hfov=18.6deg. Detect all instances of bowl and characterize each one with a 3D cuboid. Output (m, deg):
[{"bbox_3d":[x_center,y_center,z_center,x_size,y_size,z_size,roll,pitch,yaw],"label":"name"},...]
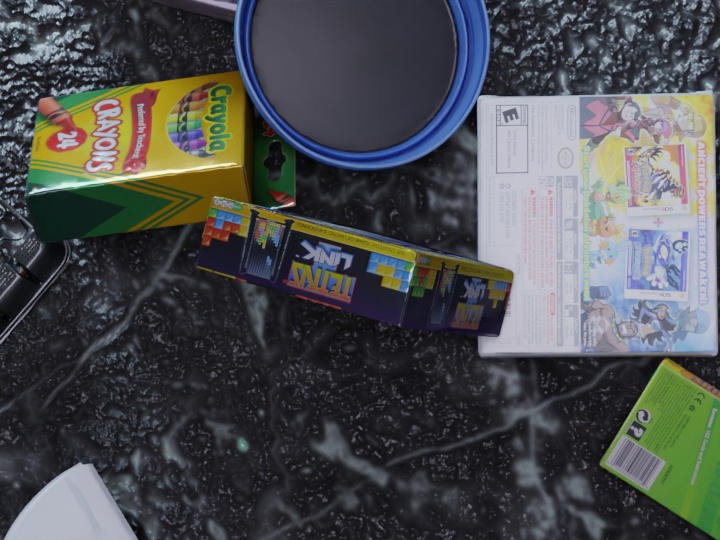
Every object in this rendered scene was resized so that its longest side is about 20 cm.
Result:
[{"bbox_3d":[-0.001,-0.175,1.681,0.199,0.039,0.202,1,85,-15],"label":"bowl"}]

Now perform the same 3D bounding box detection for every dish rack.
[{"bbox_3d":[-0.344,-0.026,1.719,0.200,0.055,0.154,41,88,9],"label":"dish rack"}]

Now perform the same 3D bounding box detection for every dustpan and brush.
[{"bbox_3d":[-0.256,0.257,1.688,0.199,0.057,0.140,-32,81,-6],"label":"dustpan and brush"}]

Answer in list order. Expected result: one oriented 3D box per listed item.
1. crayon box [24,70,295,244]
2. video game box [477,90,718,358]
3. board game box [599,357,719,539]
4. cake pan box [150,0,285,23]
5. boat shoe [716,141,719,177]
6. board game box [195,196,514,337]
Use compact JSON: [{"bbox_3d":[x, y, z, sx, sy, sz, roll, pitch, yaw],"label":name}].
[{"bbox_3d":[-0.149,-0.090,1.674,0.198,0.051,0.127,-8,39,3],"label":"crayon box"},{"bbox_3d":[0.180,-0.034,1.675,0.181,0.047,0.202,0,85,8],"label":"video game box"},{"bbox_3d":[0.287,0.158,1.642,0.199,0.030,0.096,33,109,10],"label":"board game box"},{"bbox_3d":[-0.131,-0.300,1.728,0.199,0.052,0.185,17,84,6],"label":"cake pan box"},{"bbox_3d":[0.364,-0.091,1.652,0.198,0.072,0.071,-7,60,-7],"label":"boat shoe"},{"bbox_3d":[0.000,0.000,1.591,0.164,0.200,0.057,17,93,24],"label":"board game box"}]
